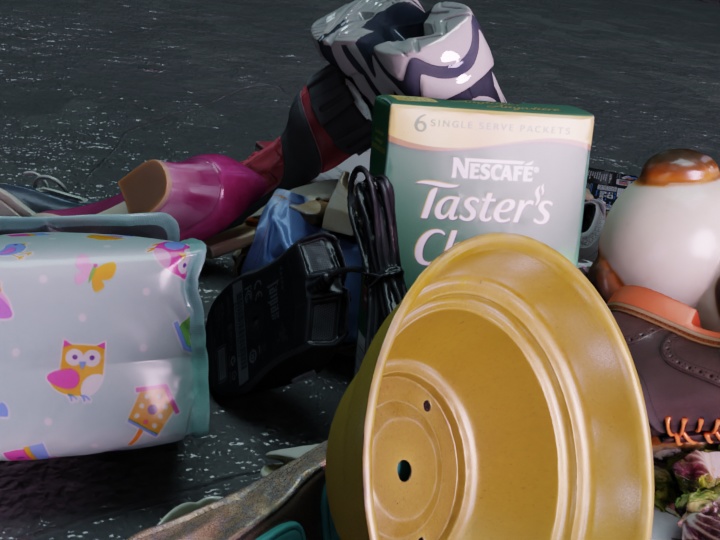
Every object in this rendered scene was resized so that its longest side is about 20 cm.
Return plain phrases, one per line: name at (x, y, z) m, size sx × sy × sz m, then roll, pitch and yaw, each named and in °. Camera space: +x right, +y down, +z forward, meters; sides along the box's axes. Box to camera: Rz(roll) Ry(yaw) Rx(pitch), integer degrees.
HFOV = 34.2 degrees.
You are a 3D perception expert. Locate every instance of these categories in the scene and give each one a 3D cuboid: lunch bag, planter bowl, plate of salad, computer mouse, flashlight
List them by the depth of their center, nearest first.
planter bowl at (0.045, 0.090, 0.527) m, size 0.083 × 0.203 × 0.199 m, roll -11°, pitch 3°, yaw 45°
plate of salad at (0.210, 0.124, 0.627) m, size 0.198 × 0.049 × 0.200 m, roll 7°, pitch 21°, yaw -3°
lunch bag at (-0.174, 0.031, 0.650) m, size 0.168 × 0.124 × 0.200 m, roll -3°, pitch 6°, yaw -13°
computer mouse at (-0.022, 0.047, 0.660) m, size 0.046 × 0.200 × 0.142 m, roll 8°, pitch 58°, yaw -35°
flashlight at (-0.074, -0.078, 0.865) m, size 0.199 × 0.068 × 0.068 m, roll -29°, pitch -4°, yaw 22°

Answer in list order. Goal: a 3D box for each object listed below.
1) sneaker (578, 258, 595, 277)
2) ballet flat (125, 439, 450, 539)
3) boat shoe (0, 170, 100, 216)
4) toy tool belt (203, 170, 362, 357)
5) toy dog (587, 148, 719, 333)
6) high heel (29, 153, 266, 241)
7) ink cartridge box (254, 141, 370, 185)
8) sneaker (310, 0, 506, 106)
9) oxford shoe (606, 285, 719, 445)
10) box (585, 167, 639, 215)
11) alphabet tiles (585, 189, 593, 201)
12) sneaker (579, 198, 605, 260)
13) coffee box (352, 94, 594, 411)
sneaker at (0.197, 0.040, 0.806) m, size 0.115 × 0.076 × 0.199 m, roll 24°, pitch 26°, yaw 31°
ballet flat at (-0.038, 0.115, 0.549) m, size 0.067 × 0.069 × 0.199 m, roll 15°, pitch 20°, yaw 39°
boat shoe at (-0.223, -0.028, 0.843) m, size 0.198 × 0.076 × 0.062 m, roll 11°, pitch 23°, yaw 6°
toy tool belt at (0.000, 0.000, 0.759) m, size 0.198 × 0.126 × 0.123 m, roll 11°, pitch 8°, yaw 29°
toy dog at (0.237, 0.016, 0.718) m, size 0.199 × 0.141 × 0.193 m, roll 35°, pitch 29°, yaw 28°
high heel at (-0.155, -0.022, 0.776) m, size 0.095 × 0.199 × 0.068 m, roll 0°, pitch 62°, yaw -52°
ink cartridge box at (0.026, -0.052, 0.970) m, size 0.198 × 0.084 × 0.145 m, roll -5°, pitch 25°, yaw -30°
sneaker at (0.040, -0.111, 0.765) m, size 0.079 × 0.130 × 0.199 m, roll -34°, pitch 27°, yaw -14°
oxford shoe at (0.197, 0.075, 0.629) m, size 0.072 × 0.071 × 0.199 m, roll -43°, pitch 36°, yaw -18°
box at (0.276, -0.038, 1.064) m, size 0.196 × 0.050 × 0.200 m, roll 12°, pitch 21°, yaw 10°
alphabet tiles at (0.109, -0.105, 1.018) m, size 0.198 × 0.006 × 0.166 m, roll 25°, pitch 10°, yaw 5°
sneaker at (0.116, -0.017, 0.909) m, size 0.199 × 0.083 × 0.074 m, roll -12°, pitch 28°, yaw -40°
coffee box at (0.061, 0.004, 0.671) m, size 0.121 × 0.202 × 0.044 m, roll 3°, pitch 13°, yaw -10°
